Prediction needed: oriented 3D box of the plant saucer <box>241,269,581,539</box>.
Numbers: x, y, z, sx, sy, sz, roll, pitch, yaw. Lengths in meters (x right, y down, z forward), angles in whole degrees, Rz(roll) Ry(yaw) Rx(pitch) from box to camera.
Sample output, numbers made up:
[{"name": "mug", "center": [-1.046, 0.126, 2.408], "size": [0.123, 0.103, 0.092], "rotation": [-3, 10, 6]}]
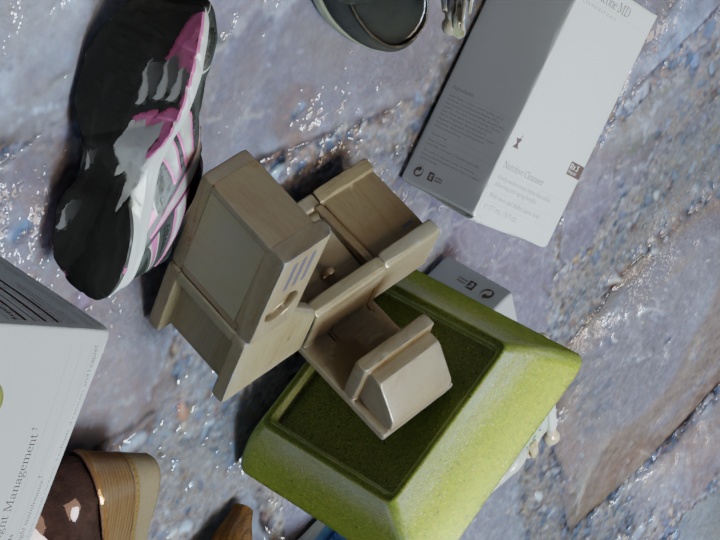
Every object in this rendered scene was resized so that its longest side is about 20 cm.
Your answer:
[{"name": "plant saucer", "center": [0.025, 0.093, 1.587], "size": [0.200, 0.199, 0.048], "rotation": [-53, 139, -11]}]

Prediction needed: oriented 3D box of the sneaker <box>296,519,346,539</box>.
[{"name": "sneaker", "center": [-0.018, 0.249, 1.733], "size": [0.200, 0.090, 0.079], "rotation": [-29, 134, -38]}]

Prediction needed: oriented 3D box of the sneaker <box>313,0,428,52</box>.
[{"name": "sneaker", "center": [0.020, -0.200, 1.455], "size": [0.075, 0.106, 0.200], "rotation": [-50, 144, -15]}]

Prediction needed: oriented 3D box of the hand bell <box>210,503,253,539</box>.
[{"name": "hand bell", "center": [-0.113, 0.264, 1.617], "size": [0.104, 0.104, 0.201], "rotation": [57, 45, -52]}]

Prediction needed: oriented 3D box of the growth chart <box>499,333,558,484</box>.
[{"name": "growth chart", "center": [0.088, 0.134, 1.714], "size": [0.200, 0.018, 0.145], "rotation": [-36, 139, -31]}]

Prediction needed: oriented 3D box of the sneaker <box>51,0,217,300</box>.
[{"name": "sneaker", "center": [-0.132, -0.084, 1.390], "size": [0.086, 0.080, 0.201], "rotation": [-19, 136, -59]}]

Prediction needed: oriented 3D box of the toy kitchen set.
[{"name": "toy kitchen set", "center": [0.000, 0.000, 1.467], "size": [0.200, 0.163, 0.181], "rotation": [-34, 163, -33]}]

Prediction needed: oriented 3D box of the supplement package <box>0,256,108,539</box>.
[{"name": "supplement package", "center": [-0.283, 0.084, 1.238], "size": [0.200, 0.147, 0.192], "rotation": [5, 109, -54]}]

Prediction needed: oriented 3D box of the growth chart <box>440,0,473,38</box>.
[{"name": "growth chart", "center": [0.064, -0.222, 1.430], "size": [0.200, 0.018, 0.146], "rotation": [123, -35, -82]}]

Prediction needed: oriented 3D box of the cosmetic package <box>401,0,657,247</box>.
[{"name": "cosmetic package", "center": [0.127, -0.131, 1.661], "size": [0.113, 0.081, 0.201], "rotation": [17, 100, -53]}]

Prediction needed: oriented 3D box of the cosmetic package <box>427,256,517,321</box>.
[{"name": "cosmetic package", "center": [0.036, 0.097, 1.711], "size": [0.200, 0.071, 0.102], "rotation": [-44, 144, -23]}]

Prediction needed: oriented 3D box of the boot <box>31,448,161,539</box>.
[{"name": "boot", "center": [-0.222, 0.212, 1.493], "size": [0.166, 0.072, 0.201], "rotation": [-10, 123, -34]}]
